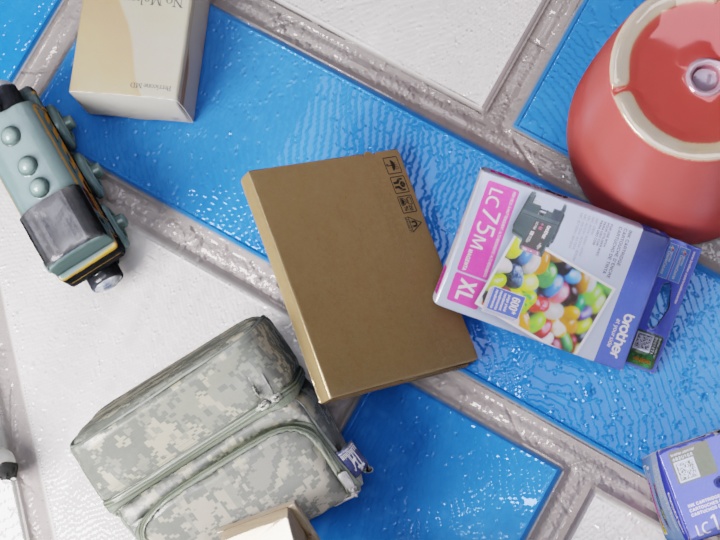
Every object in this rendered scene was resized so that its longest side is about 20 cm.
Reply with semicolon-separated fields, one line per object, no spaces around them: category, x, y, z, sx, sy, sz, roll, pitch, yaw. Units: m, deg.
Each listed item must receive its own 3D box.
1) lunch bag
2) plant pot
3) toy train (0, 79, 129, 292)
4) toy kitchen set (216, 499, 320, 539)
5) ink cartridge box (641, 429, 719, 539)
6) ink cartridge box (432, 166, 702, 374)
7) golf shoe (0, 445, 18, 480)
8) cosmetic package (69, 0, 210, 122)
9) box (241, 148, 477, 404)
lunch bag;-0.112;0.153;1.243;0.199;0.139;0.168;-32;96;1
plant pot;0.267;-0.134;1.230;0.199;0.177;0.202;-1;80;5
toy train;-0.268;-0.074;1.307;0.085;0.114;0.201;-30;78;-1
toy kitchen set;-0.042;0.293;1.135;0.199;0.181;0.164;-22;115;16
ink cartridge box;0.295;0.154;1.161;0.136;0.200;0.077;-19;78;3
ink cartridge box;0.173;0.004;1.256;0.199;0.042;0.120;20;98;-2
golf shoe;-0.370;0.110;1.303;0.199;0.078;0.095;28;83;9
cosmetic package;-0.190;-0.240;1.351;0.104;0.071;0.202;4;80;6
box;0.000;0.000;1.263;0.163;0.021;0.201;-11;75;-37
